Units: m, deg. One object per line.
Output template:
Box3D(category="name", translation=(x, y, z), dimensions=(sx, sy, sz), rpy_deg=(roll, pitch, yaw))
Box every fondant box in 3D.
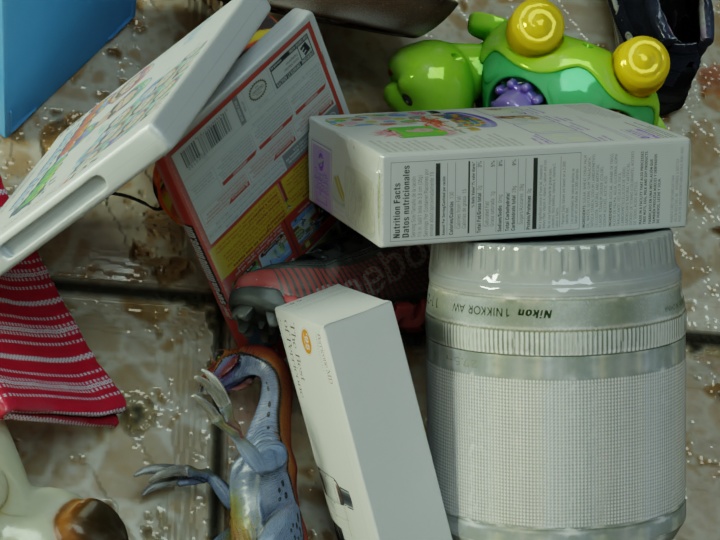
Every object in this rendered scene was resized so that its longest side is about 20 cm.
Box3D(category="fondant box", translation=(0.082, -0.062, 1.221), dimensions=(0.199, 0.144, 0.059), rpy_deg=(-3, 104, -18))

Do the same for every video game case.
Box3D(category="video game case", translation=(-0.051, -0.046, 1.264), dimensions=(0.017, 0.201, 0.143), rpy_deg=(19, 53, 39))
Box3D(category="video game case", translation=(-0.149, -0.079, 1.192), dimensions=(0.024, 0.182, 0.200), rpy_deg=(48, 30, -14))

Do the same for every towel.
Box3D(category="towel", translation=(-0.226, 0.007, 1.227), dimensions=(0.022, 0.145, 0.201), rpy_deg=(-36, 72, 15))

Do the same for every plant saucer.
Box3D(category="plant saucer", translation=(-0.034, -0.187, 1.348), dimensions=(0.199, 0.200, 0.032), rpy_deg=(11, 95, -7))

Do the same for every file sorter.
Box3D(category="file sorter", translation=(-0.231, -0.216, 1.297), dimensions=(0.122, 0.200, 0.139), rpy_deg=(36, 62, 11))

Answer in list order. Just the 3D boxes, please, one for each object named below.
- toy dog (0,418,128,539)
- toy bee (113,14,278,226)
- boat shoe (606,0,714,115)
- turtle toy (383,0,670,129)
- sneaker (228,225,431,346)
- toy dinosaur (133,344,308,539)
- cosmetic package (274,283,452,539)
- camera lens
Box3D(category="toy dog", translation=(-0.234, 0.146, 1.165), dimensions=(0.200, 0.140, 0.194), rpy_deg=(39, 26, 10))
Box3D(category="toy bee", translation=(-0.103, -0.072, 1.316), dimensions=(0.109, 0.200, 0.131), rpy_deg=(43, 22, -16))
Box3D(category="boat shoe", translation=(0.217, -0.221, 1.456), dimensions=(0.074, 0.093, 0.201), rpy_deg=(-4, 65, -14))
Box3D(category="turtle toy", translation=(0.116, -0.120, 1.370), dimensions=(0.199, 0.146, 0.102), rpy_deg=(18, 82, -2))
Box3D(category="sneaker", translation=(0.000, 0.000, 1.276), dimensions=(0.200, 0.071, 0.099), rpy_deg=(0, 85, -36))
Box3D(category="toy dinosaur", translation=(-0.068, 0.142, 1.233), dimensions=(0.200, 0.105, 0.182), rpy_deg=(43, 54, -28))
Box3D(category="cosmetic package", translation=(0.006, 0.114, 1.192), dimensions=(0.050, 0.082, 0.201), rpy_deg=(-20, 103, -22))
Box3D(category="camera lens", translation=(0.120, 0.075, 1.215), dimensions=(0.159, 0.160, 0.201), rpy_deg=(-3, 98, -14))
